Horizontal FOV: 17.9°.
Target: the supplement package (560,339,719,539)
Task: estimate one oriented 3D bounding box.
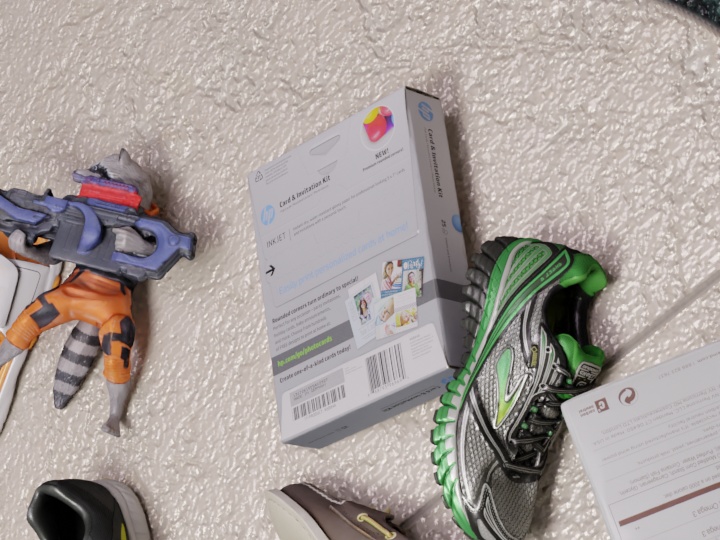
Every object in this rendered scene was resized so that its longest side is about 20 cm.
[{"bbox_3d":[0.205,0.157,1.259,0.117,0.117,0.200,-22,63,6],"label":"supplement package"}]

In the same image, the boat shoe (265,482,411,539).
[{"bbox_3d":[0.008,0.186,1.460,0.059,0.072,0.200,-30,34,-20],"label":"boat shoe"}]

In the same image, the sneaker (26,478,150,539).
[{"bbox_3d":[-0.175,0.226,1.575,0.074,0.085,0.200,-46,54,19],"label":"sneaker"}]

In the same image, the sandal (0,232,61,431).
[{"bbox_3d":[-0.286,0.043,1.732,0.079,0.059,0.207,11,84,39],"label":"sandal"}]

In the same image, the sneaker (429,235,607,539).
[{"bbox_3d":[0.100,0.075,1.408,0.085,0.078,0.200,2,78,38],"label":"sneaker"}]

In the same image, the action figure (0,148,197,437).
[{"bbox_3d":[-0.215,0.000,1.665,0.200,0.105,0.194,21,85,15],"label":"action figure"}]

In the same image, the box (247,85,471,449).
[{"bbox_3d":[0.000,0.000,1.523,0.156,0.041,0.200,-27,62,37],"label":"box"}]
